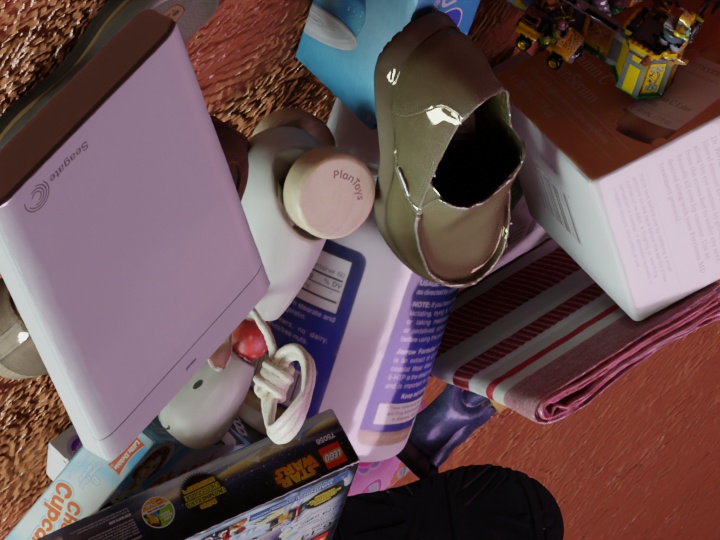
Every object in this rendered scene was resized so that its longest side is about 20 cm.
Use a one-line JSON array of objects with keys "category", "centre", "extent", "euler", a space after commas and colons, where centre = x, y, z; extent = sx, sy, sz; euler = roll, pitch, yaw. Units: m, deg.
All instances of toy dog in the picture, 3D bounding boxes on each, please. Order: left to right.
[{"category": "toy dog", "centre": [-0.073, -0.006, 1.599], "extent": [0.132, 0.096, 0.201], "euler": [-6, -117, 61]}]

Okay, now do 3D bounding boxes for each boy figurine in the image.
[{"category": "boy figurine", "centre": [0.094, 0.052, 1.872], "extent": [0.200, 0.064, 0.124], "euler": [-46, 161, -1]}]

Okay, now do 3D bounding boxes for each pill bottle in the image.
[{"category": "pill bottle", "centre": [0.000, 0.000, 1.707], "extent": [0.119, 0.119, 0.201], "euler": [-12, 125, -59]}]

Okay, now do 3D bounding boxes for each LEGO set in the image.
[{"category": "LEGO set", "centre": [0.171, -0.210, 1.659], "extent": [0.200, 0.154, 0.116], "euler": [-40, 160, -31]}]

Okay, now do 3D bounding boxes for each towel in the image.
[{"category": "towel", "centre": [0.114, 0.035, 1.740], "extent": [0.144, 0.023, 0.200], "euler": [-30, -159, -19]}]

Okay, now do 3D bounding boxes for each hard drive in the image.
[{"category": "hard drive", "centre": [-0.113, -0.014, 1.404], "extent": [0.132, 0.027, 0.201], "euler": [-48, 145, -23]}]

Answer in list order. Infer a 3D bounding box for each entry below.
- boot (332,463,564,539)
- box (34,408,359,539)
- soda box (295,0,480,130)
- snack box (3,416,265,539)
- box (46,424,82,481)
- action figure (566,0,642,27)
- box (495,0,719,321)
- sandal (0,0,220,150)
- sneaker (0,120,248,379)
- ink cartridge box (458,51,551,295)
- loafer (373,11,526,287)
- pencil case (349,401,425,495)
[{"category": "boot", "centre": [0.013, 0.186, 1.871], "extent": [0.197, 0.074, 0.162], "euler": [-5, 163, -28]}, {"category": "box", "centre": [-0.103, 0.157, 1.640], "extent": [0.199, 0.040, 0.137], "euler": [-23, 161, -17]}, {"category": "soda box", "centre": [0.029, -0.173, 1.542], "extent": [0.064, 0.068, 0.201], "euler": [-30, 155, -36]}, {"category": "snack box", "centre": [-0.130, 0.136, 1.729], "extent": [0.116, 0.037, 0.200], "euler": [-50, 162, 10]}, {"category": "box", "centre": [-0.107, 0.071, 1.772], "extent": [0.200, 0.039, 0.042], "euler": [-38, 158, -26]}, {"category": "action figure", "centre": [0.166, -0.169, 1.881], "extent": [0.118, 0.055, 0.201], "euler": [-32, 152, -32]}, {"category": "box", "centre": [0.203, -0.086, 1.714], "extent": [0.199, 0.152, 0.107], "euler": [-28, 124, -9]}, {"category": "sandal", "centre": [-0.130, -0.069, 1.418], "extent": [0.200, 0.055, 0.082], "euler": [-46, 162, 15]}, {"category": "sneaker", "centre": [-0.113, -0.015, 1.484], "extent": [0.200, 0.071, 0.075], "euler": [-47, -171, -33]}, {"category": "ink cartridge box", "centre": [0.059, -0.026, 1.870], "extent": [0.145, 0.087, 0.201], "euler": [-30, 153, -38]}, {"category": "loafer", "centre": [0.050, -0.052, 1.573], "extent": [0.076, 0.067, 0.201], "euler": [-35, 144, -15]}, {"category": "pencil case", "centre": [-0.036, 0.125, 1.972], "extent": [0.200, 0.087, 0.088], "euler": [-19, 147, -55]}]
